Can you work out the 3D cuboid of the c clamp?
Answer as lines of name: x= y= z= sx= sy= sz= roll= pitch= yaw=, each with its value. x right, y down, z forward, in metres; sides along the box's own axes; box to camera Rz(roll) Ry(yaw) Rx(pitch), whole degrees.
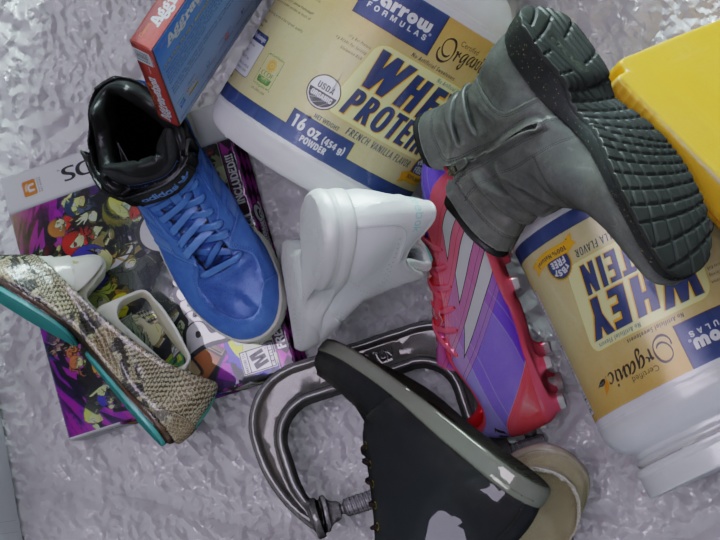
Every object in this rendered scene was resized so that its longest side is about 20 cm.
c clamp: x=0.028 y=0.123 z=1.351 sx=0.200 sy=0.027 sz=0.171 roll=-13 pitch=80 yaw=2

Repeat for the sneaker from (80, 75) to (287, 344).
sneaker: x=-0.122 y=-0.041 z=1.342 sx=0.077 sy=0.111 sz=0.200 roll=-27 pitch=81 yaw=11

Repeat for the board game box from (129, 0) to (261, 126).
board game box: x=-0.080 y=-0.198 z=1.285 sx=0.019 sy=0.103 sz=0.200 roll=27 pitch=72 yaw=14

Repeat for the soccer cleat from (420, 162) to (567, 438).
soccer cleat: x=0.071 y=0.020 z=1.298 sx=0.076 sy=0.067 sz=0.200 roll=-21 pitch=108 yaw=8

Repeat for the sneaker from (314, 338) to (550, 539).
sneaker: x=0.019 y=0.128 z=1.287 sx=0.200 sy=0.075 sz=0.106 roll=37 pitch=95 yaw=38

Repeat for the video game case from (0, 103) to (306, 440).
video game case: x=-0.148 y=0.001 z=1.424 sx=0.181 sy=0.036 sz=0.200 roll=-17 pitch=83 yaw=15

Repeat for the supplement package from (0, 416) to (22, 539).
supplement package: x=-0.354 y=0.124 z=1.399 sx=0.147 sy=0.191 sz=0.200 roll=-13 pitch=84 yaw=15

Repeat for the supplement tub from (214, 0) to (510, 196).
supplement tub: x=0.010 y=-0.149 z=1.320 sx=0.144 sy=0.144 sz=0.200 roll=33 pitch=97 yaw=16

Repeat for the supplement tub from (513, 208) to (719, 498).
supplement tub: x=0.195 y=0.029 z=1.262 sx=0.144 sy=0.144 sz=0.200 roll=-27 pitch=80 yaw=14

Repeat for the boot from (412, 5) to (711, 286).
boot: x=0.118 y=-0.048 z=1.194 sx=0.131 sy=0.068 sz=0.200 roll=-50 pitch=61 yaw=39

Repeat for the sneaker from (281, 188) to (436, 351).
sneaker: x=0.000 y=0.000 z=1.280 sx=0.088 sy=0.200 sz=0.075 roll=-8 pitch=76 yaw=-13

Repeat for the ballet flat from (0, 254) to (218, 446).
ballet flat: x=-0.180 y=0.037 z=1.386 sx=0.200 sy=0.068 sz=0.075 roll=39 pitch=77 yaw=10

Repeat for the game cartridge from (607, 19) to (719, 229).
game cartridge: x=0.253 y=-0.066 z=1.239 sx=0.200 sy=0.176 sz=0.032 roll=47 pitch=127 yaw=14

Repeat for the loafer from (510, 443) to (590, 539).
loafer: x=0.084 y=0.203 z=1.307 sx=0.076 sy=0.068 sz=0.200 roll=30 pitch=107 yaw=-10
